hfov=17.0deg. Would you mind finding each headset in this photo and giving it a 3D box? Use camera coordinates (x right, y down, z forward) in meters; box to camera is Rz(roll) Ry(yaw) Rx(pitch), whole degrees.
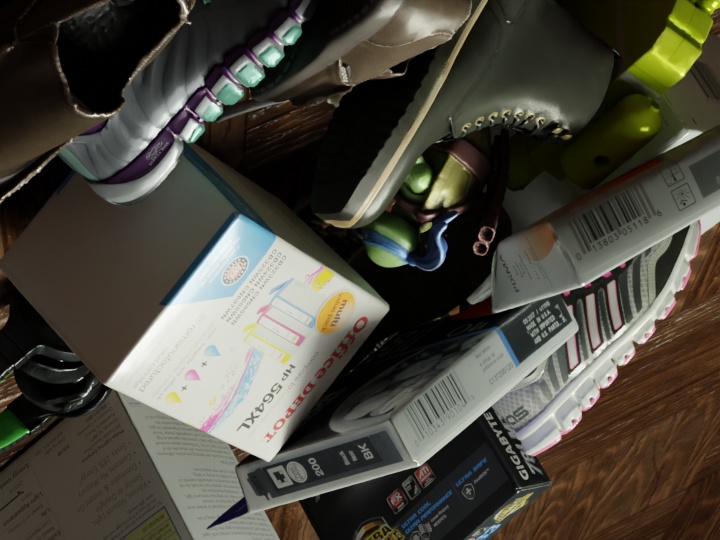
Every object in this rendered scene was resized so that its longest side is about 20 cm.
[{"bbox_3d":[-0.184,0.058,1.561,0.200,0.094,0.124,-42,163,-18],"label":"headset"}]

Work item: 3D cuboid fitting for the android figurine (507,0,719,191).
[{"bbox_3d":[0.158,-0.136,1.505,0.041,0.183,0.200,33,126,-24],"label":"android figurine"}]

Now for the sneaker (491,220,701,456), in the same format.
[{"bbox_3d":[0.149,0.026,1.630,0.200,0.087,0.074,-52,-176,3],"label":"sneaker"}]

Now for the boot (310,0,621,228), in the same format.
[{"bbox_3d":[0.069,-0.086,1.389,0.138,0.077,0.201,37,77,-30],"label":"boot"}]

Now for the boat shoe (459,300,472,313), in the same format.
[{"bbox_3d":[0.105,0.020,1.808,0.061,0.072,0.201,-56,-176,16],"label":"boat shoe"}]

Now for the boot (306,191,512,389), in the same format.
[{"bbox_3d":[0.000,0.000,1.618,0.200,0.073,0.151,-40,-160,2],"label":"boot"}]

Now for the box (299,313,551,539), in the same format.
[{"bbox_3d":[0.028,0.140,1.889,0.050,0.199,0.200,-7,149,-50],"label":"box"}]

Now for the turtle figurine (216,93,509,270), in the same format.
[{"bbox_3d":[0.027,-0.111,1.492,0.194,0.200,0.144,-52,130,-6],"label":"turtle figurine"}]

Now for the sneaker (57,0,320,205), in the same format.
[{"bbox_3d":[-0.098,-0.129,1.297,0.087,0.074,0.200,36,99,-31],"label":"sneaker"}]

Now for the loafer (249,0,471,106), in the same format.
[{"bbox_3d":[-0.002,-0.125,1.328,0.071,0.073,0.200,21,167,-21],"label":"loafer"}]

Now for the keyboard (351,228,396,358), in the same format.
[{"bbox_3d":[0.023,0.045,1.773,0.021,0.127,0.200,-48,168,-28],"label":"keyboard"}]

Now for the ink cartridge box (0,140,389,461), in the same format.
[{"bbox_3d":[-0.090,0.014,1.452,0.129,0.125,0.200,-51,143,6],"label":"ink cartridge box"}]

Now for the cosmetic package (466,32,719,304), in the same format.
[{"bbox_3d":[0.167,-0.074,1.694,0.200,0.123,0.199,-40,157,23],"label":"cosmetic package"}]

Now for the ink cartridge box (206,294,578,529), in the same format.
[{"bbox_3d":[0.013,0.087,1.551,0.199,0.044,0.198,-22,-170,43],"label":"ink cartridge box"}]

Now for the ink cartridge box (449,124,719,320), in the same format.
[{"bbox_3d":[0.149,-0.032,1.510,0.162,0.050,0.200,-28,-175,-22],"label":"ink cartridge box"}]

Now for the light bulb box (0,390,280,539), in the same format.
[{"bbox_3d":[-0.175,0.219,1.790,0.198,0.201,0.125,-39,157,22],"label":"light bulb box"}]

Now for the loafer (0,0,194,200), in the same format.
[{"bbox_3d":[-0.159,-0.101,1.222,0.073,0.071,0.200,32,113,-30],"label":"loafer"}]
